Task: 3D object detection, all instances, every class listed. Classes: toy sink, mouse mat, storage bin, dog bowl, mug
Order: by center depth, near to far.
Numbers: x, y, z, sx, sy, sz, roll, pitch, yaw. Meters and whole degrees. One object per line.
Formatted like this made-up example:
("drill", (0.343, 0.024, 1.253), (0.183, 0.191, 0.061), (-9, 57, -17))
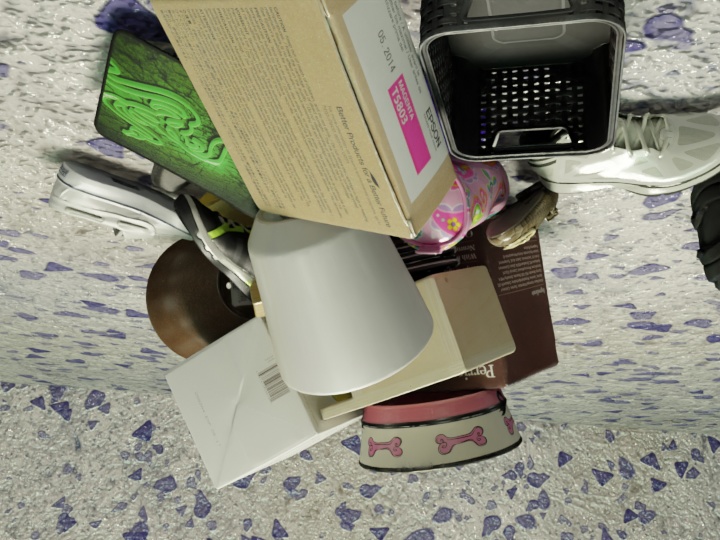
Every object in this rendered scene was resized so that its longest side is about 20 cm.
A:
("storage bin", (0.124, -0.167, 0.632), (0.134, 0.094, 0.200), (-1, 163, 14))
("mug", (-0.043, 0.007, 0.756), (0.186, 0.150, 0.154), (-5, 119, 31))
("mouse mat", (-0.145, -0.123, 0.770), (0.199, 0.008, 0.161), (29, 147, -9))
("toy sink", (0.046, 0.076, 0.938), (0.199, 0.113, 0.130), (-25, 171, 33))
("dog bowl", (0.091, 0.183, 1.017), (0.199, 0.074, 0.200), (-9, 178, 0))

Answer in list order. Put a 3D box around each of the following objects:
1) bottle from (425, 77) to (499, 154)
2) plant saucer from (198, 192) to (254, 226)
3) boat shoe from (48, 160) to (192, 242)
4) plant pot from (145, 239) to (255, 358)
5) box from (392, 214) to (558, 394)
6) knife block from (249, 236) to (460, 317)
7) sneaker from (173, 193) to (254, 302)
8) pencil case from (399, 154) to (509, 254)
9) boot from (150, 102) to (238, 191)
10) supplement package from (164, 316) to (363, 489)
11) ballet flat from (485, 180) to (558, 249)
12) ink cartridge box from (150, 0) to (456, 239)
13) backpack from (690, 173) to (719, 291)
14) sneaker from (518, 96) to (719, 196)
("bottle", (0.027, -0.143, 0.761), (0.199, 0.066, 0.084), (7, 139, -14))
("plant saucer", (-0.078, -0.084, 1.013), (0.199, 0.049, 0.200), (15, 159, -36))
("boat shoe", (-0.281, -0.070, 1.029), (0.199, 0.066, 0.074), (23, -166, -32))
("plant pot", (-0.172, 0.027, 1.109), (0.186, 0.188, 0.200), (11, 169, -23))
("box", (0.131, 0.039, 1.055), (0.165, 0.201, 0.164), (-10, 179, 34))
("knife block", (0.000, 0.000, 0.912), (0.175, 0.200, 0.064), (32, 164, 6))
("sneaker", (-0.131, -0.032, 0.960), (0.200, 0.083, 0.072), (51, 177, -40))
("pencil case", (0.089, -0.072, 0.828), (0.087, 0.088, 0.200), (-4, -168, 21))
("boot", (-0.135, -0.105, 0.850), (0.131, 0.070, 0.200), (28, 160, -9))
("supplement package", (-0.103, 0.150, 1.039), (0.150, 0.152, 0.200), (-31, 169, 18))
("ballet flat", (0.181, -0.056, 0.895), (0.067, 0.047, 0.200), (-27, -174, 24))
("ink cartridge box", (-0.036, -0.129, 0.608), (0.164, 0.075, 0.201), (12, 141, 36))
("backpack", (0.436, -0.053, 0.831), (0.167, 0.163, 0.200), (3, 162, -12))
("sneaker", (0.244, -0.120, 0.790), (0.200, 0.076, 0.115), (-5, 163, 33))
